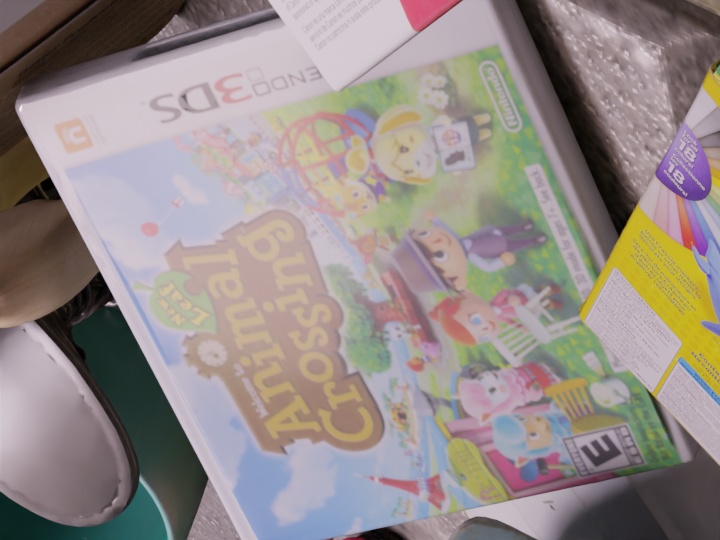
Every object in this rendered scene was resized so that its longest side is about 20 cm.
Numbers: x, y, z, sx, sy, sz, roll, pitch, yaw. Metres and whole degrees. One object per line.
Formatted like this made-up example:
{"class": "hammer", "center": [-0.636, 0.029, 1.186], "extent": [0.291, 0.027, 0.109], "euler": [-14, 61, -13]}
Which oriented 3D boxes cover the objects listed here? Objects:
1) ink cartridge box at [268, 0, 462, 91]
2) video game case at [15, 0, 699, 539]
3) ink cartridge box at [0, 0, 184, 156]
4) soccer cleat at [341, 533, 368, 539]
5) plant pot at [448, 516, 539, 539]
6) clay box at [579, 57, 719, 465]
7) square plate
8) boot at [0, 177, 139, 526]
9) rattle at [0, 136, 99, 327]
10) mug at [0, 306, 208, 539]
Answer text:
{"class": "ink cartridge box", "center": [-0.015, -0.170, 0.843], "extent": [0.200, 0.083, 0.145], "euler": [53, 157, -4]}
{"class": "video game case", "center": [0.000, 0.000, 1.012], "extent": [0.181, 0.022, 0.201], "euler": [-14, 117, 25]}
{"class": "ink cartridge box", "center": [-0.145, -0.088, 1.063], "extent": [0.075, 0.200, 0.165], "euler": [49, 157, 2]}
{"class": "soccer cleat", "center": [-0.012, 0.200, 1.399], "extent": [0.070, 0.086, 0.200], "euler": [42, 156, 21]}
{"class": "plant pot", "center": [0.076, 0.216, 1.081], "extent": [0.196, 0.197, 0.200], "euler": [27, 176, 0]}
{"class": "clay box", "center": [0.137, 0.002, 0.860], "extent": [0.115, 0.048, 0.200], "euler": [47, 156, 12]}
{"class": "square plate", "center": [0.078, 0.076, 1.115], "extent": [0.199, 0.028, 0.200], "euler": [56, 157, -10]}
{"class": "boot", "center": [-0.128, 0.011, 1.269], "extent": [0.069, 0.174, 0.200], "euler": [-45, 78, 26]}
{"class": "rattle", "center": [-0.116, 0.017, 1.163], "extent": [0.129, 0.200, 0.143], "euler": [6, 131, 20]}
{"class": "mug", "center": [-0.140, 0.065, 1.378], "extent": [0.151, 0.115, 0.186], "euler": [19, 135, 1]}
